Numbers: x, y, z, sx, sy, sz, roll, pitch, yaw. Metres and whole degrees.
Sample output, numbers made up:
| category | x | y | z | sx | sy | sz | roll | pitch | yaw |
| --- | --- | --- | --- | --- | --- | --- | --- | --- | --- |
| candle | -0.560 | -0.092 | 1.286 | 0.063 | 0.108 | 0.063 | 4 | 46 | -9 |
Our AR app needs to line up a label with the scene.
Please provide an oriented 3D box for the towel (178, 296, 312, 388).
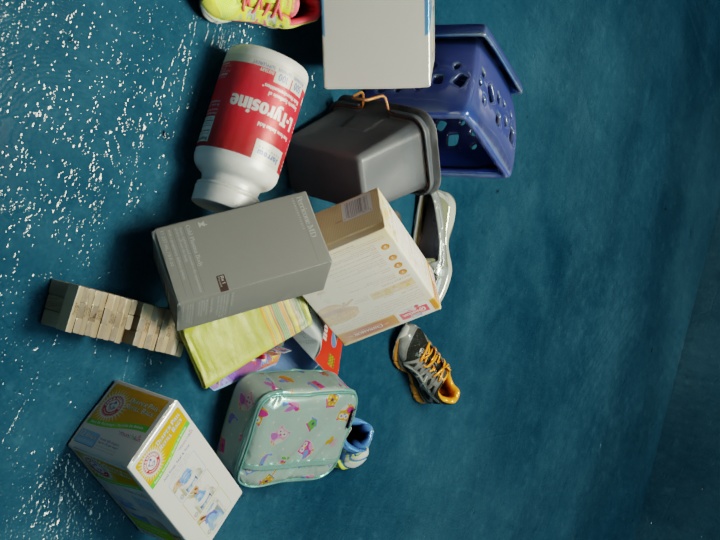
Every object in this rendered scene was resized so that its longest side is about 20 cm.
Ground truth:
| category | x | y | z | sx | sy | sz | roll | pitch | yaw |
| --- | --- | --- | --- | --- | --- | --- | --- | --- | --- |
| towel | -0.142 | 0.069 | 1.465 | 0.199 | 0.018 | 0.087 | -31 | 100 | -43 |

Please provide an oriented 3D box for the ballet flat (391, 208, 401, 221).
| category | x | y | z | sx | sy | sz | roll | pitch | yaw |
| --- | --- | --- | --- | --- | --- | --- | --- | --- | --- |
| ballet flat | 0.006 | -0.035 | 1.609 | 0.073 | 0.073 | 0.201 | -46 | 164 | -40 |

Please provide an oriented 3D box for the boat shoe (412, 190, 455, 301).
| category | x | y | z | sx | sy | sz | roll | pitch | yaw |
| --- | --- | --- | --- | --- | --- | --- | --- | --- | --- |
| boat shoe | 0.114 | -0.038 | 1.921 | 0.064 | 0.074 | 0.205 | 17 | 81 | -51 |

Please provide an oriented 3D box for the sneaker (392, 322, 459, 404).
| category | x | y | z | sx | sy | sz | roll | pitch | yaw |
| --- | --- | --- | --- | --- | --- | --- | --- | --- | --- |
| sneaker | 0.116 | 0.162 | 1.977 | 0.079 | 0.076 | 0.201 | -58 | 141 | -26 |

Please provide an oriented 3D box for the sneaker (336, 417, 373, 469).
| category | x | y | z | sx | sy | sz | roll | pitch | yaw |
| --- | --- | --- | --- | --- | --- | --- | --- | --- | --- |
| sneaker | -0.016 | 0.270 | 1.779 | 0.200 | 0.104 | 0.077 | 40 | 67 | -53 |

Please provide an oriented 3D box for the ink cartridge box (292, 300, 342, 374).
| category | x | y | z | sx | sy | sz | roll | pitch | yaw |
| --- | --- | --- | --- | --- | --- | --- | --- | --- | --- |
| ink cartridge box | -0.052 | 0.044 | 1.655 | 0.200 | 0.049 | 0.164 | 49 | 39 | -45 |

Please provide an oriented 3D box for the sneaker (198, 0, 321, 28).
| category | x | y | z | sx | sy | sz | roll | pitch | yaw |
| --- | --- | --- | --- | --- | --- | --- | --- | --- | --- |
| sneaker | -0.123 | -0.346 | 1.444 | 0.199 | 0.089 | 0.080 | -10 | 110 | -54 |

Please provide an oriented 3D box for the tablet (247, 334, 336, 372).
| category | x | y | z | sx | sy | sz | roll | pitch | yaw |
| --- | --- | --- | --- | --- | --- | --- | --- | --- | --- |
| tablet | -0.102 | 0.111 | 1.682 | 0.200 | 0.013 | 0.132 | -42 | 132 | -44 |

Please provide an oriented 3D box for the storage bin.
| category | x | y | z | sx | sy | sz | roll | pitch | yaw |
| --- | --- | --- | --- | --- | --- | --- | --- | --- | --- |
| storage bin | -0.006 | -0.164 | 1.595 | 0.134 | 0.198 | 0.148 | -30 | 124 | -38 |

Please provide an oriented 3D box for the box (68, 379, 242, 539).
| category | x | y | z | sx | sy | sz | roll | pitch | yaw |
| --- | --- | --- | --- | --- | --- | --- | --- | --- | --- |
| box | -0.248 | 0.243 | 1.405 | 0.102 | 0.111 | 0.201 | -55 | 140 | -29 |

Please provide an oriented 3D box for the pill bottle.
| category | x | y | z | sx | sy | sz | roll | pitch | yaw |
| --- | --- | --- | --- | --- | --- | --- | --- | --- | --- |
| pill bottle | -0.144 | -0.171 | 1.443 | 0.112 | 0.111 | 0.203 | 29 | 75 | -56 |

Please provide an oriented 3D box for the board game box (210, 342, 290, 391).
| category | x | y | z | sx | sy | sz | roll | pitch | yaw |
| --- | --- | --- | --- | --- | --- | --- | --- | --- | --- |
| board game box | -0.149 | 0.071 | 1.556 | 0.199 | 0.038 | 0.161 | -19 | 110 | -53 |

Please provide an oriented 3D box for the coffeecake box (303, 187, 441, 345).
| category | x | y | z | sx | sy | sz | roll | pitch | yaw |
| --- | --- | --- | --- | --- | --- | --- | --- | --- | --- |
| coffeecake box | 0.000 | 0.000 | 1.536 | 0.200 | 0.152 | 0.074 | 53 | 21 | -48 |

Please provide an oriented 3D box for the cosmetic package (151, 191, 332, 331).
| category | x | y | z | sx | sy | sz | roll | pitch | yaw |
| --- | --- | --- | --- | --- | --- | --- | --- | --- | --- |
| cosmetic package | -0.143 | -0.012 | 1.384 | 0.197 | 0.108 | 0.090 | -18 | 159 | -16 |

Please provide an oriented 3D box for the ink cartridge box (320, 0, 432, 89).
| category | x | y | z | sx | sy | sz | roll | pitch | yaw |
| --- | --- | --- | --- | --- | --- | --- | --- | --- | --- |
| ink cartridge box | 0.028 | -0.339 | 1.561 | 0.200 | 0.143 | 0.149 | -75 | 164 | -70 |

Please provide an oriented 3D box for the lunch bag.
| category | x | y | z | sx | sy | sz | roll | pitch | yaw |
| --- | --- | --- | --- | --- | --- | --- | --- | --- | --- |
| lunch bag | -0.099 | 0.225 | 1.615 | 0.198 | 0.077 | 0.163 | 4 | 110 | -42 |

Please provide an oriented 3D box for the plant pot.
| category | x | y | z | sx | sy | sz | roll | pitch | yaw |
| --- | --- | --- | --- | --- | --- | --- | --- | --- | --- |
| plant pot | 0.136 | -0.268 | 1.776 | 0.200 | 0.197 | 0.182 | 42 | 59 | -52 |

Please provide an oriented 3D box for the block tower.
| category | x | y | z | sx | sy | sz | roll | pitch | yaw |
| --- | --- | --- | --- | --- | --- | --- | --- | --- | --- |
| block tower | -0.286 | 0.056 | 1.346 | 0.199 | 0.057 | 0.055 | 23 | 80 | -59 |
